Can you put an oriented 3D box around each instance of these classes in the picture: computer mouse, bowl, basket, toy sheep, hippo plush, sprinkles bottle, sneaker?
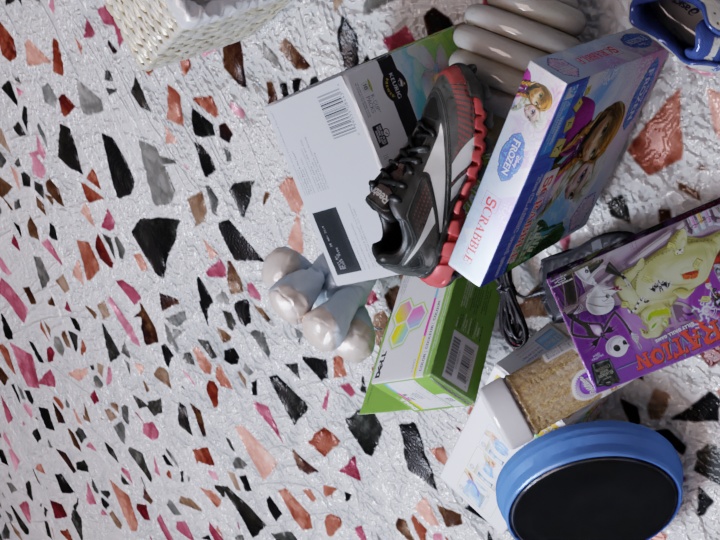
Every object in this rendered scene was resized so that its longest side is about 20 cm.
[{"bbox_3d":[0.215,-0.013,1.082,0.199,0.046,0.143,-29,69,44],"label":"computer mouse"},{"bbox_3d":[0.241,0.237,1.101,0.197,0.040,0.203,-1,133,-1],"label":"bowl"},{"bbox_3d":[-0.193,-0.357,1.188,0.160,0.199,0.200,-28,92,53],"label":"basket"},{"bbox_3d":[0.144,-0.206,0.974,0.137,0.137,0.203,27,109,33],"label":"toy sheep"},{"bbox_3d":[0.000,0.000,1.231,0.161,0.198,0.160,-51,51,21],"label":"hippo plush"},{"bbox_3d":[0.216,0.098,1.030,0.069,0.198,0.068,59,-176,-6],"label":"sprinkles bottle"},{"bbox_3d":[0.057,-0.084,0.929,0.071,0.096,0.204,-138,55,-61],"label":"sneaker"},{"bbox_3d":[0.304,-0.176,0.848,0.199,0.088,0.076,34,132,27],"label":"sneaker"}]

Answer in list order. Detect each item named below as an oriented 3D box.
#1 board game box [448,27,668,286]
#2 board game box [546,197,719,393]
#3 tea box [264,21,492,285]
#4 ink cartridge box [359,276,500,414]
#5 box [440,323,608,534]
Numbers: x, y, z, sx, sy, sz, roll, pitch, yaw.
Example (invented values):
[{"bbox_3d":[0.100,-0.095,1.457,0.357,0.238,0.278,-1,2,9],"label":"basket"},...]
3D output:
[{"bbox_3d":[0.177,-0.103,0.923,0.041,0.198,0.202,36,128,23],"label":"board game box"},{"bbox_3d":[0.282,0.020,0.953,0.198,0.032,0.121,-25,100,15],"label":"board game box"},{"bbox_3d":[0.041,-0.119,1.078,0.132,0.196,0.203,-11,106,48],"label":"tea box"},{"bbox_3d":[0.056,0.082,1.214,0.075,0.150,0.198,33,151,-30],"label":"ink cartridge box"},{"bbox_3d":[0.184,0.177,1.169,0.101,0.112,0.202,40,136,22],"label":"box"}]
